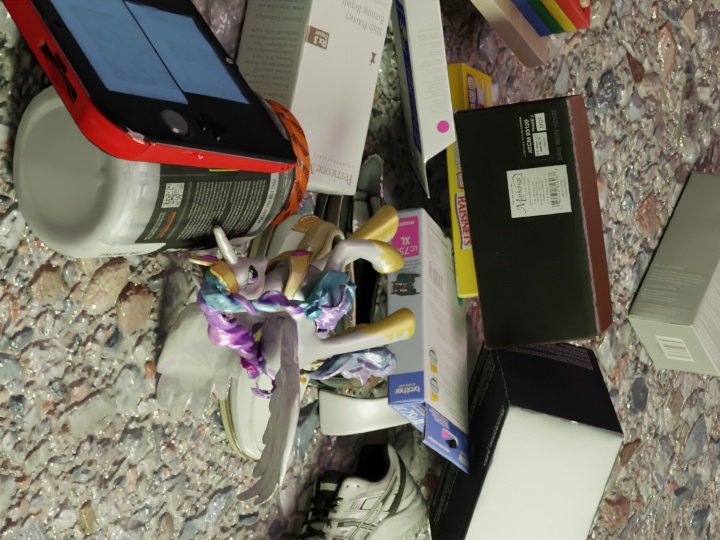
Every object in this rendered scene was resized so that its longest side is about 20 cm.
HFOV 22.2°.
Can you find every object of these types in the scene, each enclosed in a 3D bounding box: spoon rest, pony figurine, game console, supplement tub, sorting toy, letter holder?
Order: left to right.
[{"bbox_3d":[-0.145,-0.145,1.218,0.176,0.200,0.031,1,138,-48],"label":"game console"},{"bbox_3d":[-0.134,-0.074,1.288,0.199,0.122,0.123,-5,101,-51],"label":"supplement tub"},{"bbox_3d":[-0.056,0.048,1.341,0.199,0.166,0.194,-9,121,-40],"label":"pony figurine"},{"bbox_3d":[0.048,0.102,1.613,0.200,0.060,0.100,-21,114,-48],"label":"spoon rest"},{"bbox_3d":[0.138,-0.313,1.579,0.199,0.069,0.201,41,47,-50],"label":"sorting toy"},{"bbox_3d":[0.157,-0.045,1.575,0.142,0.100,0.201,-20,103,-71],"label":"letter holder"}]

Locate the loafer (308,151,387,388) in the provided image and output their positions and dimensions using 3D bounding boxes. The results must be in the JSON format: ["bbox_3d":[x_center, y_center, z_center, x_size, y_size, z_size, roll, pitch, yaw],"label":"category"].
[{"bbox_3d":[0.000,0.000,1.525,0.072,0.063,0.201,12,88,-53],"label":"loafer"}]

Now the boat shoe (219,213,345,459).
[{"bbox_3d":[-0.059,0.055,1.456,0.075,0.068,0.201,5,94,-53],"label":"boat shoe"}]

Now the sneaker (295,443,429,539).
[{"bbox_3d":[-0.026,0.216,1.547,0.200,0.075,0.088,-37,110,-46],"label":"sneaker"}]

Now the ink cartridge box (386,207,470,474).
[{"bbox_3d":[0.056,0.061,1.534,0.119,0.042,0.201,42,42,-62],"label":"ink cartridge box"}]

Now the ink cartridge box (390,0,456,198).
[{"bbox_3d":[0.050,-0.171,1.535,0.037,0.095,0.201,-8,111,-6],"label":"ink cartridge box"}]

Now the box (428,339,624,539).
[{"bbox_3d":[0.138,0.179,1.590,0.182,0.104,0.201,-91,-164,-70],"label":"box"}]

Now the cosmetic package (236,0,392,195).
[{"bbox_3d":[-0.039,-0.165,1.433,0.101,0.074,0.201,12,87,-52],"label":"cosmetic package"}]

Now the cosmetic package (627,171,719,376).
[{"bbox_3d":[0.376,0.002,1.998,0.107,0.090,0.201,53,54,-43],"label":"cosmetic package"}]

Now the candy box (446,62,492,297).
[{"bbox_3d":[0.100,-0.077,1.613,0.102,0.026,0.201,5,81,-74],"label":"candy box"}]
